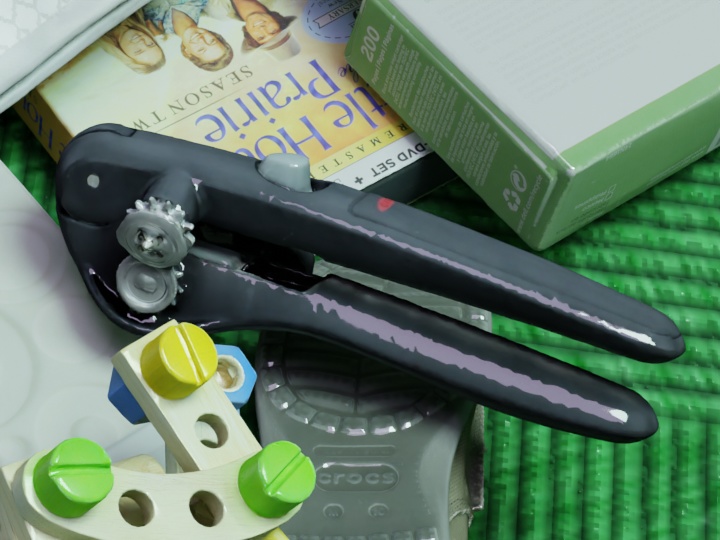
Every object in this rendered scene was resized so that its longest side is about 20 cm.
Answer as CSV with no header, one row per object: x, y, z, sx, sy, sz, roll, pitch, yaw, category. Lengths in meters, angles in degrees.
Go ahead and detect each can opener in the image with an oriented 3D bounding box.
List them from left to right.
0.000,0.000,0.760,0.199,0.064,0.079,16,30,15,can opener

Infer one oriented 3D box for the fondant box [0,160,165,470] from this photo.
-0.151,0.036,0.788,0.144,0.058,0.200,-33,67,-26,fondant box

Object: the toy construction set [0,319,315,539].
-0.038,0.113,0.651,0.131,0.092,0.200,-17,62,-39,toy construction set

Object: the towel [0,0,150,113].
-0.151,-0.135,0.781,0.200,0.032,0.191,-41,111,-29,towel

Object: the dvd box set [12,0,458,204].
-0.059,-0.090,0.897,0.146,0.029,0.200,-28,65,-24,dvd box set

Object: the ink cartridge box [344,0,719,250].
0.050,-0.115,0.891,0.145,0.048,0.200,-29,65,-34,ink cartridge box

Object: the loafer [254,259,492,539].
0.001,0.071,0.786,0.075,0.070,0.200,5,42,6,loafer
